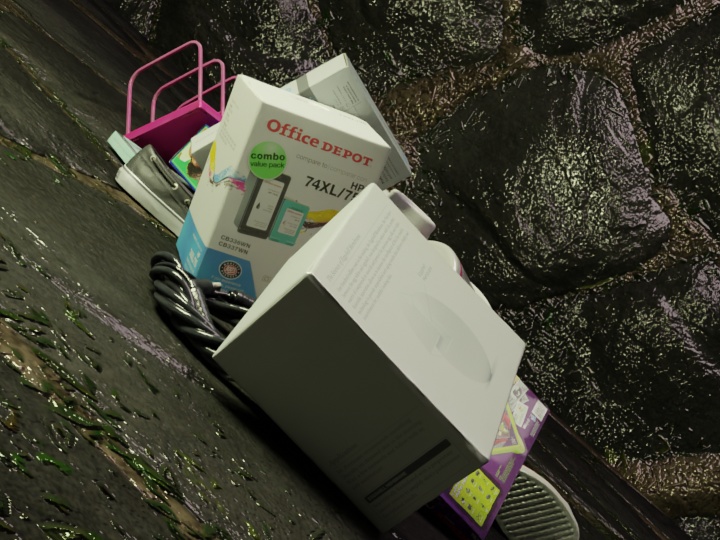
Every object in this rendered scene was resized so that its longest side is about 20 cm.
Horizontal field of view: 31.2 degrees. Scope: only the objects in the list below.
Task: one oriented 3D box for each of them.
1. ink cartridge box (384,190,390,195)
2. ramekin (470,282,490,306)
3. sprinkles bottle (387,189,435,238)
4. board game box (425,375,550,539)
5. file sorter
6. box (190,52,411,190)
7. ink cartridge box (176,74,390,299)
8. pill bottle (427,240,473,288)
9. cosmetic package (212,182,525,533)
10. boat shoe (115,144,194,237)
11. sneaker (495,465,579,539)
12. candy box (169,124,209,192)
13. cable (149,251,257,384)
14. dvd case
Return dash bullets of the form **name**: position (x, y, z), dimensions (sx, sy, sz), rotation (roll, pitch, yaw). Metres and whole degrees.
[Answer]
- **ink cartridge box**: position (-0.009, -0.061, 1.696), dimensions (0.199, 0.051, 0.109), rotation (-7, 42, -49)
- **ramekin**: position (0.070, 0.068, 1.708), dimensions (0.201, 0.095, 0.203), rotation (17, 32, -11)
- **sprinkles bottle**: position (0.000, 0.000, 1.514), dimensions (0.068, 0.200, 0.068), rotation (41, 5, -4)
- **board game box**: position (0.107, 0.159, 1.256), dimensions (0.120, 0.032, 0.200), rotation (49, 41, -9)
- **file sorter**: position (-0.205, -0.197, 1.751), dimensions (0.200, 0.138, 0.126), rotation (36, 43, -47)
- **box**: position (-0.066, -0.126, 1.437), dimensions (0.156, 0.199, 0.041), rotation (58, 11, -30)
- **ink cartridge box**: position (-0.084, -0.076, 1.332), dimensions (0.146, 0.201, 0.146), rotation (17, 13, -19)
- **pill bottle**: position (0.093, 0.071, 1.491), dimensions (0.113, 0.113, 0.200), rotation (47, -10, 51)
- **cosmetic package**: position (0.014, 0.066, 1.060), dimensions (0.200, 0.123, 0.199), rotation (48, 27, -7)
- **boat shoe**: position (-0.183, -0.066, 1.465), dimensions (0.200, 0.066, 0.070), rotation (41, 5, -7)
- **sneaker**: position (0.160, 0.234, 1.431), dimensions (0.200, 0.076, 0.105), rotation (38, 10, 5)
- **candy box**: position (-0.129, -0.073, 1.641), dimensions (0.200, 0.077, 0.169), rotation (44, 2, 40)
- **cable**: position (-0.113, 0.046, 1.126), dimensions (0.163, 0.051, 0.200), rotation (39, 6, -22)
- **dvd case**: position (-0.222, -0.090, 1.637), dimensions (0.200, 0.022, 0.146), rotation (36, 8, -45)
